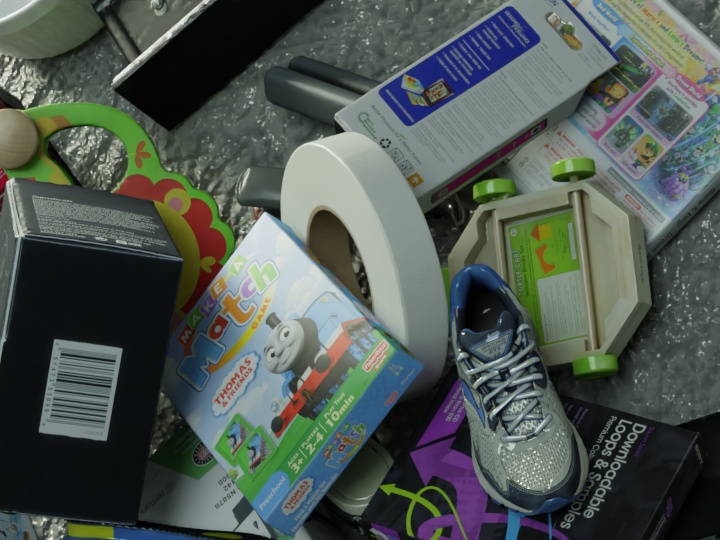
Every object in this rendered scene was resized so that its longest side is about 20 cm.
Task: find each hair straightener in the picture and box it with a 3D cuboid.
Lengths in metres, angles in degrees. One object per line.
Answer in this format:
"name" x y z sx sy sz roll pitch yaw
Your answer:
"hair straightener" -0.011 -0.057 1.680 0.199 0.077 0.041 9 72 30

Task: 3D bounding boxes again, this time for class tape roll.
"tape roll" 0.000 0.000 1.596 0.037 0.204 0.203 -17 57 -23

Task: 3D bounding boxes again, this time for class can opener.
"can opener" 0.004 -0.115 1.703 0.199 0.052 0.067 27 129 37

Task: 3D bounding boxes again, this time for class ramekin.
"ramekin" -0.284 -0.278 1.885 0.199 0.105 0.202 -9 69 24

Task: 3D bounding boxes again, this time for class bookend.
"bookend" -0.147 -0.262 1.815 0.198 0.092 0.201 -39 58 10

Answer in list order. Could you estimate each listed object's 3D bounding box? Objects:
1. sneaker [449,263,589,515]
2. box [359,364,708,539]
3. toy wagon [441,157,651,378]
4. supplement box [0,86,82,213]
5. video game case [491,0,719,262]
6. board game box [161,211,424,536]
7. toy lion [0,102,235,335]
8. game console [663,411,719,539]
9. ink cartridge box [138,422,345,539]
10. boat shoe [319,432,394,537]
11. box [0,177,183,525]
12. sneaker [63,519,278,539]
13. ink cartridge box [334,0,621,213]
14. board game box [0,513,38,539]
"sneaker" 0.095 0.077 1.483 0.076 0.085 0.201 -21 46 1
"box" 0.117 0.148 1.493 0.199 0.036 0.143 14 56 31
"toy wagon" 0.116 0.009 1.599 0.199 0.039 0.157 -13 76 34
"supplement box" -0.293 -0.057 1.835 0.109 0.061 0.200 -43 58 7
"video game case" 0.188 -0.112 1.631 0.182 0.024 0.200 -46 58 5
"board game box" -0.058 0.070 1.565 0.152 0.037 0.200 -53 42 7
"toy lion" -0.195 -0.033 1.727 0.190 0.069 0.202 -5 92 -1
"game console" 0.237 0.201 1.495 0.199 0.116 0.177 -20 94 20
"ink cartridge box" -0.090 0.220 1.616 0.146 0.084 0.200 -42 58 8
"boat shoe" -0.025 0.130 1.625 0.074 0.066 0.199 -37 43 -14
"box" -0.213 0.055 1.602 0.197 0.123 0.202 -132 52 -71
"sneaker" -0.127 0.220 1.553 0.199 0.066 0.079 1 85 29
"ink cartridge box" 0.087 -0.128 1.625 0.199 0.037 0.095 -35 67 -11
"board game box" -0.301 0.223 1.657 0.041 0.200 0.200 -35 59 13
